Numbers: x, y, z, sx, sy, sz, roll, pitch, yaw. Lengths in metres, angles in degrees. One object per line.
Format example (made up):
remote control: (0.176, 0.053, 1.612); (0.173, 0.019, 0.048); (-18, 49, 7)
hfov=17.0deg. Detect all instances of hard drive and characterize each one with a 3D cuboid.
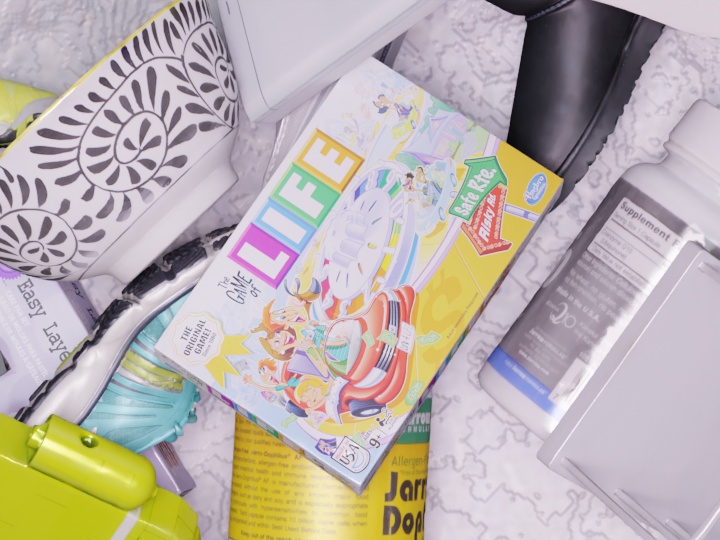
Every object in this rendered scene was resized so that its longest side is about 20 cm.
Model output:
hard drive: (-0.011, -0.179, 1.284); (0.200, 0.027, 0.133); (-31, 68, 46)

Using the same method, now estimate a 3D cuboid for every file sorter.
file sorter: (0.224, 0.105, 1.260); (0.200, 0.124, 0.139); (31, 96, -37)

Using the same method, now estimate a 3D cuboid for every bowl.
bowl: (-0.130, -0.055, 1.325); (0.201, 0.201, 0.094); (-42, 93, 5)

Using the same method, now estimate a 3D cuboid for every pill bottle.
pill bottle: (-0.016, 0.103, 1.352); (0.112, 0.113, 0.202); (3, 89, 8)
pill bottle: (0.165, 0.013, 1.327); (0.114, 0.114, 0.200); (37, 94, 7)

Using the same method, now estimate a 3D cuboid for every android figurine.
android figurine: (-0.172, 0.153, 1.330); (0.199, 0.041, 0.182); (29, 127, -13)

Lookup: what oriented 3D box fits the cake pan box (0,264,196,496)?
cake pan box: (-0.223, 0.092, 1.412); (0.183, 0.052, 0.201); (-30, 85, 4)

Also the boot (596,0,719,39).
boot: (0.131, -0.198, 1.289); (0.199, 0.073, 0.091); (21, 63, -7)

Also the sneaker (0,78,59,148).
sneaker: (-0.269, -0.113, 1.408); (0.199, 0.075, 0.077); (8, 91, 6)

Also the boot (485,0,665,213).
boot: (0.085, -0.153, 1.339); (0.162, 0.073, 0.199); (29, 87, -14)

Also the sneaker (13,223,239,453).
sneaker: (-0.120, 0.057, 1.351); (0.080, 0.078, 0.200); (40, 96, -10)

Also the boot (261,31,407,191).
boot: (-0.034, -0.127, 1.385); (0.095, 0.074, 0.201); (23, 84, 13)

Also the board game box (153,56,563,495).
board game box: (0.000, 0.000, 1.293); (0.134, 0.034, 0.201); (32, 78, 8)
